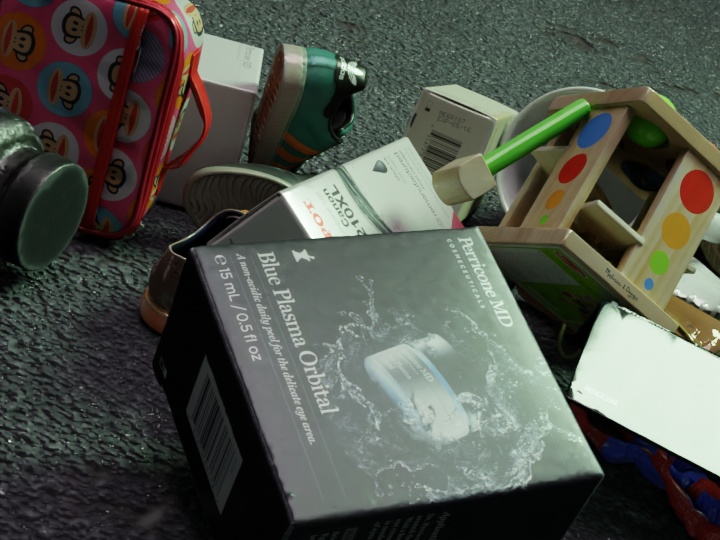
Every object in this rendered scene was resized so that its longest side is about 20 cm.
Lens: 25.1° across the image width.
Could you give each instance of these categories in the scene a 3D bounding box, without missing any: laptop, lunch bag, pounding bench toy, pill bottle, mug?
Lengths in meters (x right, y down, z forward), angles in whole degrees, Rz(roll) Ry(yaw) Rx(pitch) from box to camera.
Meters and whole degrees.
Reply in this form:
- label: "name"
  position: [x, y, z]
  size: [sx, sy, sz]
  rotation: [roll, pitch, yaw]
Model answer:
- label: "laptop"
  position: [0.227, 0.107, 1.155]
  size: [0.177, 0.103, 0.200]
  rotation: [28, -15, 4]
- label: "lunch bag"
  position: [-0.203, -0.130, 1.255]
  size: [0.176, 0.201, 0.082]
  rotation: [19, 21, 4]
- label: "pounding bench toy"
  position: [0.166, -0.070, 1.206]
  size: [0.200, 0.156, 0.124]
  rotation: [38, -16, -25]
- label: "pill bottle"
  position: [-0.305, -0.078, 1.186]
  size: [0.200, 0.112, 0.112]
  rotation: [25, 26, 17]
- label: "mug"
  position: [0.240, -0.072, 1.468]
  size: [0.200, 0.148, 0.175]
  rotation: [24, 6, 22]

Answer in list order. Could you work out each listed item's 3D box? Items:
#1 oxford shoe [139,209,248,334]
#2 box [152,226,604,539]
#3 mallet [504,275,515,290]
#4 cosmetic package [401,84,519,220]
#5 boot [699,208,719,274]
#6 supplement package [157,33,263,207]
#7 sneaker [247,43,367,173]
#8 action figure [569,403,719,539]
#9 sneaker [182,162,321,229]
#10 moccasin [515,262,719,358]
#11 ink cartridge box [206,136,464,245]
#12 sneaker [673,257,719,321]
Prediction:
- label: "oxford shoe"
  position: [-0.076, -0.011, 1.217]
  size: [0.071, 0.073, 0.200]
  rotation: [35, 37, 25]
- label: "box"
  position: [0.004, 0.086, 0.960]
  size: [0.199, 0.118, 0.197]
  rotation: [-5, 51, -26]
- label: "mallet"
  position: [0.058, -0.033, 1.420]
  size: [0.066, 0.041, 0.200]
  rotation: [-4, 28, -34]
- label: "cosmetic package"
  position: [0.083, -0.106, 1.444]
  size: [0.073, 0.104, 0.200]
  rotation: [24, 12, 8]
- label: "boot"
  position: [0.396, -0.049, 1.616]
  size: [0.166, 0.073, 0.200]
  rotation: [-7, 31, -37]
- label: "supplement package"
  position: [-0.194, -0.144, 1.378]
  size: [0.199, 0.120, 0.121]
  rotation: [14, 24, -7]
- label: "sneaker"
  position: [-0.048, -0.119, 1.365]
  size: [0.080, 0.200, 0.072]
  rotation: [7, 65, -12]
- label: "action figure"
  position: [0.228, 0.146, 1.149]
  size: [0.065, 0.052, 0.200]
  rotation: [2, 31, -40]
- label: "sneaker"
  position: [-0.062, -0.052, 1.348]
  size: [0.200, 0.075, 0.106]
  rotation: [16, 19, -24]
- label: "moccasin"
  position: [0.203, 0.040, 1.314]
  size: [0.078, 0.074, 0.201]
  rotation: [-9, 34, -45]
- label: "ink cartridge box"
  position: [0.000, 0.000, 1.182]
  size: [0.145, 0.084, 0.200]
  rotation: [58, 32, 2]
- label: "sneaker"
  position: [0.276, 0.041, 1.370]
  size: [0.115, 0.074, 0.200]
  rotation: [0, 21, -30]
